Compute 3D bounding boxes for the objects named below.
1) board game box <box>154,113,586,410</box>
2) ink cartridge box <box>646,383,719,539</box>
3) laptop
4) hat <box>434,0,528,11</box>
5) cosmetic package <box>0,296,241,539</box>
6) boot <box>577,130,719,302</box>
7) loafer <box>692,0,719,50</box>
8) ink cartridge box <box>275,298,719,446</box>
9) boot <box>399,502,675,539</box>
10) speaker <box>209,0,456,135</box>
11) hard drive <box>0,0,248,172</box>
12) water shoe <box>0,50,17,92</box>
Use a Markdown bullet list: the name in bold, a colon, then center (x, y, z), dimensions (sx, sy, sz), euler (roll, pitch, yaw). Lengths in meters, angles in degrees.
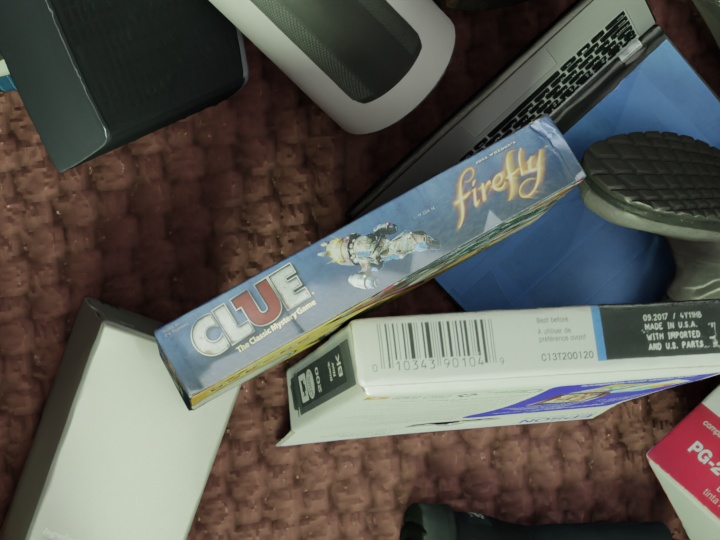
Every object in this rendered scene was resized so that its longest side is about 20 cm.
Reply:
- **board game box**: center (0.000, 0.000, 0.888), dimensions (0.199, 0.135, 0.035), euler (-29, 87, -8)
- **ink cartridge box**: center (0.277, 0.096, 1.088), dimensions (0.200, 0.083, 0.145), euler (-42, 136, -7)
- **laptop**: center (0.117, -0.039, 1.017), dimensions (0.187, 0.200, 0.116), euler (-42, 76, 7)
- **hat**: center (0.070, -0.188, 1.009), dimensions (0.199, 0.201, 0.081), euler (-2, 138, -15)
- **cosmetic package**: center (-0.136, 0.123, 0.996), dimensions (0.090, 0.107, 0.201), euler (22, 93, -15)
- **boot**: center (0.180, 0.000, 1.040), dimensions (0.199, 0.070, 0.132), euler (8, 131, -30)
- **loafer**: center (0.225, -0.159, 1.087), dimensions (0.073, 0.071, 0.201), euler (-16, 92, 20)
- **ink cartridge box**: center (0.066, 0.055, 1.004), dimensions (0.197, 0.200, 0.044), euler (-4, 78, -16)
- **boot**: center (0.097, 0.235, 1.088), dimensions (0.167, 0.076, 0.202), euler (9, 88, -12)
- **speaker**: center (-0.044, -0.157, 0.934), dimensions (0.081, 0.081, 0.200), euler (-50, 123, -4)
- **hard drive**: center (-0.129, -0.163, 0.937), dimensions (0.135, 0.042, 0.201), euler (-29, 104, -42)
- **water shoe**: center (-0.178, -0.127, 0.974), dimensions (0.199, 0.079, 0.072), euler (-13, 93, -40)
